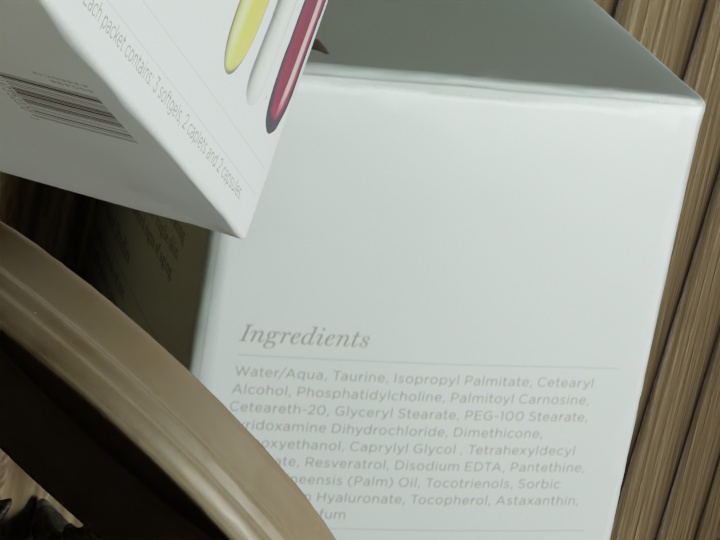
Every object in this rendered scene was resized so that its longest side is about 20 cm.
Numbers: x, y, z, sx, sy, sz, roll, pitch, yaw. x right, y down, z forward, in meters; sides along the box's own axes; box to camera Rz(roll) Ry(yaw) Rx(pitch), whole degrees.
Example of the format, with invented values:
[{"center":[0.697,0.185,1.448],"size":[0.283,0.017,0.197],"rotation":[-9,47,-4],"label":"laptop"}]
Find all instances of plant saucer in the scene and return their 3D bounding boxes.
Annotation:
[{"center":[-0.074,0.047,0.833],"size":[0.029,0.200,0.200],"rotation":[-47,158,-15],"label":"plant saucer"}]

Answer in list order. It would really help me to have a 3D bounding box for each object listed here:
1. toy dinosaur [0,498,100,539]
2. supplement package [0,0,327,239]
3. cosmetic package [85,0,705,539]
[{"center":[-0.122,0.147,1.009],"size":[0.200,0.077,0.102],"rotation":[-66,151,-43],"label":"toy dinosaur"},{"center":[-0.099,-0.102,0.651],"size":[0.200,0.155,0.111],"rotation":[53,54,-72],"label":"supplement package"},{"center":[0.000,0.000,1.009],"size":[0.167,0.166,0.201],"rotation":[-124,-140,-62],"label":"cosmetic package"}]
